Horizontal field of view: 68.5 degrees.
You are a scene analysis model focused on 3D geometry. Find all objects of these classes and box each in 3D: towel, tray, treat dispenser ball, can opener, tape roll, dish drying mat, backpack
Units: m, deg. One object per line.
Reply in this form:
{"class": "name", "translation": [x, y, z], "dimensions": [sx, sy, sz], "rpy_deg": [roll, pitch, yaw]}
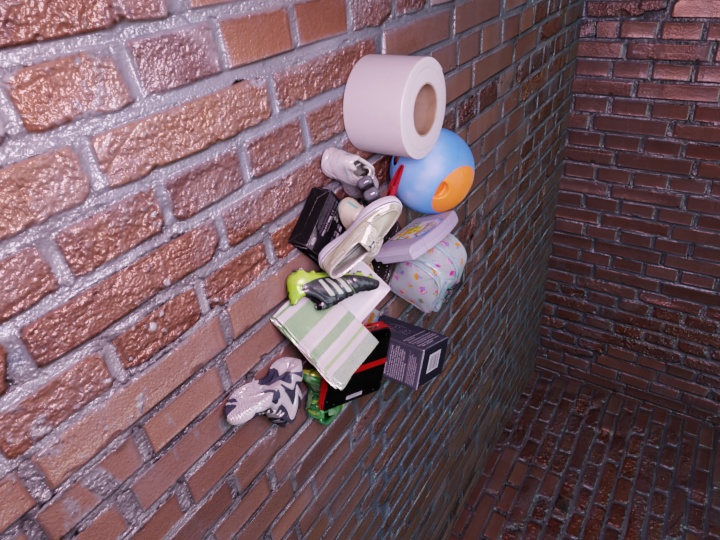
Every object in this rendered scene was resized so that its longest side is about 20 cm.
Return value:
{"class": "towel", "translation": [-0.068, 0.122, 1.072], "dimensions": [0.200, 0.023, 0.153], "rpy_deg": [47, 52, -5]}
{"class": "tray", "translation": [-0.035, 0.080, 1.153], "dimensions": [0.200, 0.022, 0.107], "rpy_deg": [-48, 120, -2]}
{"class": "treat dispenser ball", "translation": [0.168, -0.235, 1.252], "dimensions": [0.201, 0.200, 0.202], "rpy_deg": [-34, 131, -49]}
{"class": "can opener", "translation": [0.015, -0.142, 1.098], "dimensions": [0.066, 0.053, 0.200], "rpy_deg": [-29, 173, -2]}
{"class": "tape roll", "translation": [0.075, -0.342, 1.106], "dimensions": [0.202, 0.139, 0.204], "rpy_deg": [-34, 132, -48]}
{"class": "dish drying mat", "translation": [0.057, -0.133, 1.146], "dimensions": [0.200, 0.018, 0.077], "rpy_deg": [105, 6, -52]}
{"class": "backpack", "translation": [0.172, -0.006, 1.360], "dimensions": [0.153, 0.175, 0.201], "rpy_deg": [-38, 158, -49]}

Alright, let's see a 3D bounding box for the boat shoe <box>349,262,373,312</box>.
{"class": "boat shoe", "translation": [0.000, 0.000, 1.216], "dimensions": [0.071, 0.064, 0.201], "rpy_deg": [33, 75, -59]}

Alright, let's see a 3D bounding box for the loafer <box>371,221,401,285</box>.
{"class": "loafer", "translation": [0.067, -0.024, 1.308], "dimensions": [0.071, 0.073, 0.201], "rpy_deg": [27, 80, -58]}

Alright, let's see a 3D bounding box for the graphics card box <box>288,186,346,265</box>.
{"class": "graphics card box", "translation": [-0.059, -0.070, 1.097], "dimensions": [0.200, 0.051, 0.126], "rpy_deg": [41, 68, -59]}

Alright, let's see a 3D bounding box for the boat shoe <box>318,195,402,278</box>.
{"class": "boat shoe", "translation": [0.008, -0.059, 1.016], "dimensions": [0.200, 0.062, 0.072], "rpy_deg": [-42, 136, 7]}

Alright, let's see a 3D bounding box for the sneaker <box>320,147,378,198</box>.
{"class": "sneaker", "translation": [-0.003, -0.194, 1.106], "dimensions": [0.200, 0.080, 0.071], "rpy_deg": [19, 85, -62]}

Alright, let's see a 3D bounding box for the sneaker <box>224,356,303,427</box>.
{"class": "sneaker", "translation": [-0.176, 0.271, 1.031], "dimensions": [0.199, 0.079, 0.130], "rpy_deg": [-43, 131, -57]}

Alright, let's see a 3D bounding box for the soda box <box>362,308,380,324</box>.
{"class": "soda box", "translation": [-0.022, 0.175, 1.264], "dimensions": [0.068, 0.063, 0.201], "rpy_deg": [36, 74, -59]}

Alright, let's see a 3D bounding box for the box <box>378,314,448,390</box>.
{"class": "box", "translation": [0.097, 0.201, 1.341], "dimensions": [0.148, 0.199, 0.108], "rpy_deg": [-11, 114, -56]}

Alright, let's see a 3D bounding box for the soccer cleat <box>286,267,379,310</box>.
{"class": "soccer cleat", "translation": [-0.053, 0.041, 1.070], "dimensions": [0.199, 0.067, 0.082], "rpy_deg": [2, 80, -25]}

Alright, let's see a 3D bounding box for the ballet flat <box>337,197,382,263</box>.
{"class": "ballet flat", "translation": [0.011, -0.072, 1.099], "dimensions": [0.070, 0.069, 0.200], "rpy_deg": [-61, 148, -21]}

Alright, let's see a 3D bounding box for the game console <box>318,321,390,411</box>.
{"class": "game console", "translation": [-0.011, 0.209, 1.184], "dimensions": [0.199, 0.031, 0.178], "rpy_deg": [-7, 114, -48]}

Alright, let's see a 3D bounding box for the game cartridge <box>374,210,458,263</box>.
{"class": "game cartridge", "translation": [0.137, -0.080, 1.230], "dimensions": [0.200, 0.133, 0.041], "rpy_deg": [-39, 115, -39]}

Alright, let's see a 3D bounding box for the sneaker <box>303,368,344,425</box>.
{"class": "sneaker", "translation": [-0.086, 0.291, 1.200], "dimensions": [0.084, 0.074, 0.200], "rpy_deg": [-59, 148, -31]}
